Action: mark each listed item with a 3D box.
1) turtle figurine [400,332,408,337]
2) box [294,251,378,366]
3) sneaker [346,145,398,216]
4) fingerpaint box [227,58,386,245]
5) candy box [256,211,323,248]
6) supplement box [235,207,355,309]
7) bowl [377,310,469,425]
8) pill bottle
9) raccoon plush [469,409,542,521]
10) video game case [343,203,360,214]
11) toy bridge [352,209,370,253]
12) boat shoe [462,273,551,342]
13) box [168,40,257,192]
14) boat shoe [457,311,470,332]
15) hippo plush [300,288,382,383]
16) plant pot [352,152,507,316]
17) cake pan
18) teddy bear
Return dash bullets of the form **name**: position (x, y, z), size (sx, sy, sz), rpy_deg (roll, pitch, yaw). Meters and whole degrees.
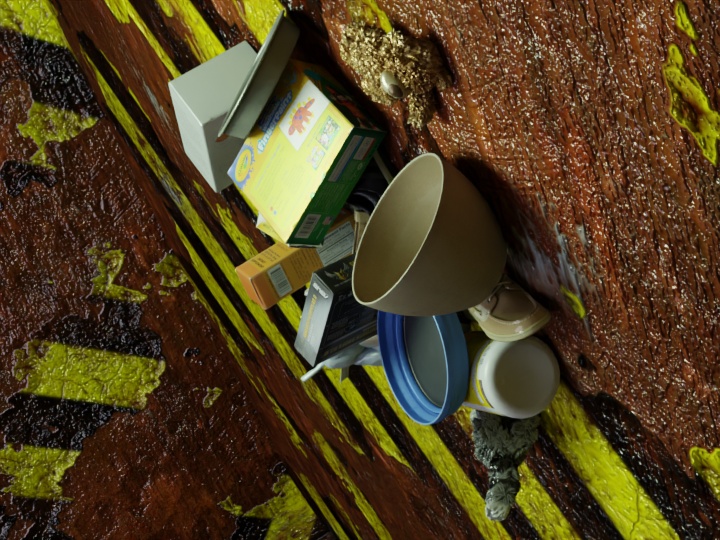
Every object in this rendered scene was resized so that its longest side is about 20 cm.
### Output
- **turtle figurine**: position (0.118, 0.133, 1.778), size (0.161, 0.064, 0.200), rpy_deg (32, 165, 4)
- **box**: position (0.009, 0.034, 1.673), size (0.048, 0.200, 0.159), rpy_deg (47, 143, 26)
- **sneaker**: position (-0.004, -0.138, 1.666), size (0.200, 0.083, 0.072), rpy_deg (54, 164, 13)
- **fingerpaint box**: position (-0.077, -0.163, 1.651), size (0.167, 0.073, 0.200), rpy_deg (48, 120, 33)
- **candy box**: position (-0.096, -0.145, 1.790), size (0.136, 0.061, 0.200), rpy_deg (28, 114, 60)
- **supplement box**: position (-0.090, -0.022, 1.851), size (0.067, 0.200, 0.069), rpy_deg (30, 147, 58)
- **bowl**: position (0.084, 0.107, 1.599), size (0.201, 0.039, 0.201), rpy_deg (37, 133, 56)
- **pill bottle**: position (0.178, 0.136, 1.593), size (0.109, 0.109, 0.200), rpy_deg (60, 164, -8)
- **raccoon plush**: position (0.186, 0.260, 1.710), size (0.097, 0.200, 0.134), rpy_deg (23, 163, 0)
- **video game case**: position (0.019, -0.050, 1.880), size (0.200, 0.022, 0.182), rpy_deg (62, 164, -13)
- **toy bridge**: position (0.000, 0.000, 1.792), size (0.067, 0.027, 0.200), rpy_deg (-132, 44, -78)
- **boat shoe**: position (0.170, 0.037, 1.500), size (0.065, 0.071, 0.200), rpy_deg (62, 165, -19)
- **box**: position (-0.214, -0.251, 1.954), size (0.106, 0.152, 0.200), rpy_deg (51, 163, 24)
- **boat shoe**: position (0.122, 0.060, 1.735), size (0.200, 0.073, 0.063), rpy_deg (166, 108, -81)
- **hippo plush**: position (-0.012, 0.086, 2.092), size (0.200, 0.159, 0.161), rpy_deg (120, 148, -56)
- **plant pot**: position (0.099, -0.025, 1.442), size (0.134, 0.201, 0.200), rpy_deg (25, 174, -20)
- **cake pan**: position (-0.140, -0.270, 1.670), size (0.037, 0.200, 0.200), rpy_deg (27, 169, -11)
- **teddy bear**: position (0.031, -0.235, 1.406), size (0.200, 0.067, 0.145), rpy_deg (38, 157, 52)
